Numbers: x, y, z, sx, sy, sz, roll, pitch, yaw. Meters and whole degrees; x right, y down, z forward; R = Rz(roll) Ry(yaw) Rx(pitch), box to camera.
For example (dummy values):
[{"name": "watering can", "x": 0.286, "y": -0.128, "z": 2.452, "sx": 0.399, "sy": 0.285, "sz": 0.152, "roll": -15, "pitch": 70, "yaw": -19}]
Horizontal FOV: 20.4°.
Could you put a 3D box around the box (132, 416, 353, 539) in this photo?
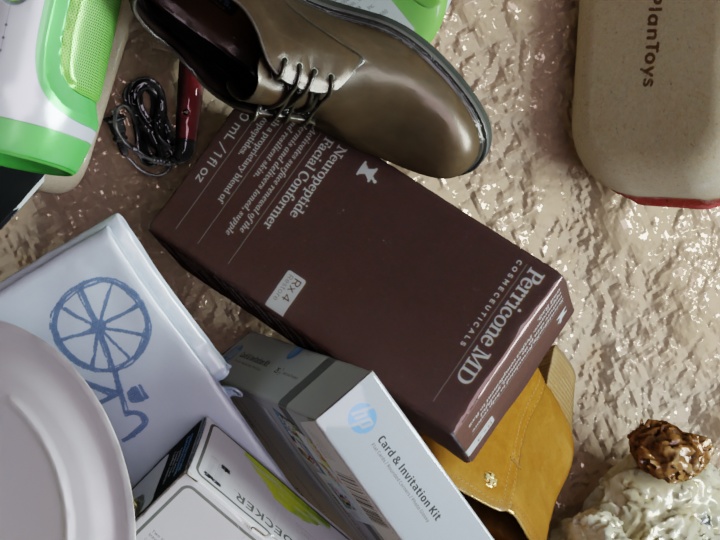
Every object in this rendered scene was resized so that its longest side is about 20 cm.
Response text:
[{"name": "box", "x": -0.103, "y": 0.184, "z": 1.019, "sx": 0.117, "sy": 0.060, "sz": 0.200, "roll": 40, "pitch": 112, "yaw": -11}]

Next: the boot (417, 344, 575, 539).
[{"name": "boot", "x": 0.047, "y": 0.058, "z": 1.079, "sx": 0.201, "sy": 0.071, "sz": 0.144, "roll": 44, "pitch": 38, "yaw": -22}]

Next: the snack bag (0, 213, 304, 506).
[{"name": "snack bag", "x": -0.142, "y": 0.094, "z": 1.030, "sx": 0.188, "sy": 0.021, "sz": 0.200, "roll": -31, "pitch": 106, "yaw": 17}]

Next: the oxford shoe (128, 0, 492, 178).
[{"name": "oxford shoe", "x": -0.028, "y": -0.092, "z": 0.968, "sx": 0.199, "sy": 0.073, "sz": 0.085, "roll": 28, "pitch": 40, "yaw": -9}]

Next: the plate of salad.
[{"name": "plate of salad", "x": -0.184, "y": 0.123, "z": 0.987, "sx": 0.048, "sy": 0.199, "sz": 0.201, "roll": 0, "pitch": 94, "yaw": -59}]

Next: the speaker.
[{"name": "speaker", "x": -0.151, "y": -0.151, "z": 0.965, "sx": 0.088, "sy": 0.088, "sz": 0.201, "roll": 13, "pitch": 86, "yaw": -20}]

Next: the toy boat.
[{"name": "toy boat", "x": 0.204, "y": -0.135, "z": 1.146, "sx": 0.130, "sy": 0.130, "sz": 0.201, "roll": 1, "pitch": 94, "yaw": -50}]

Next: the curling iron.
[{"name": "curling iron", "x": -0.096, "y": -0.150, "z": 1.073, "sx": 0.049, "sy": 0.026, "sz": 0.201, "roll": 12, "pitch": 89, "yaw": -23}]

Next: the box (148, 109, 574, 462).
[{"name": "box", "x": 0.000, "y": 0.000, "z": 1.028, "sx": 0.199, "sy": 0.075, "sz": 0.100, "roll": 33, "pitch": 82, "yaw": 16}]

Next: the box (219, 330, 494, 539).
[{"name": "box", "x": 0.002, "y": 0.112, "z": 1.031, "sx": 0.041, "sy": 0.200, "sz": 0.156, "roll": -39, "pitch": 105, "yaw": -14}]

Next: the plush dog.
[{"name": "plush dog", "x": 0.152, "y": 0.177, "z": 1.139, "sx": 0.172, "sy": 0.160, "sz": 0.201, "roll": -45, "pitch": 139, "yaw": -26}]

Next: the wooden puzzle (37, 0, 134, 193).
[{"name": "wooden puzzle", "x": -0.200, "y": -0.160, "z": 1.025, "sx": 0.184, "sy": 0.046, "sz": 0.201, "roll": 19, "pitch": 87, "yaw": -20}]

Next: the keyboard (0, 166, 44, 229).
[{"name": "keyboard", "x": -0.252, "y": -0.021, "z": 0.978, "sx": 0.200, "sy": 0.021, "sz": 0.127, "roll": -49, "pitch": 133, "yaw": -18}]

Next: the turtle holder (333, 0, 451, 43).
[{"name": "turtle holder", "x": -0.034, "y": -0.186, "z": 1.039, "sx": 0.185, "sy": 0.132, "sz": 0.141, "roll": 24, "pitch": 127, "yaw": -3}]
